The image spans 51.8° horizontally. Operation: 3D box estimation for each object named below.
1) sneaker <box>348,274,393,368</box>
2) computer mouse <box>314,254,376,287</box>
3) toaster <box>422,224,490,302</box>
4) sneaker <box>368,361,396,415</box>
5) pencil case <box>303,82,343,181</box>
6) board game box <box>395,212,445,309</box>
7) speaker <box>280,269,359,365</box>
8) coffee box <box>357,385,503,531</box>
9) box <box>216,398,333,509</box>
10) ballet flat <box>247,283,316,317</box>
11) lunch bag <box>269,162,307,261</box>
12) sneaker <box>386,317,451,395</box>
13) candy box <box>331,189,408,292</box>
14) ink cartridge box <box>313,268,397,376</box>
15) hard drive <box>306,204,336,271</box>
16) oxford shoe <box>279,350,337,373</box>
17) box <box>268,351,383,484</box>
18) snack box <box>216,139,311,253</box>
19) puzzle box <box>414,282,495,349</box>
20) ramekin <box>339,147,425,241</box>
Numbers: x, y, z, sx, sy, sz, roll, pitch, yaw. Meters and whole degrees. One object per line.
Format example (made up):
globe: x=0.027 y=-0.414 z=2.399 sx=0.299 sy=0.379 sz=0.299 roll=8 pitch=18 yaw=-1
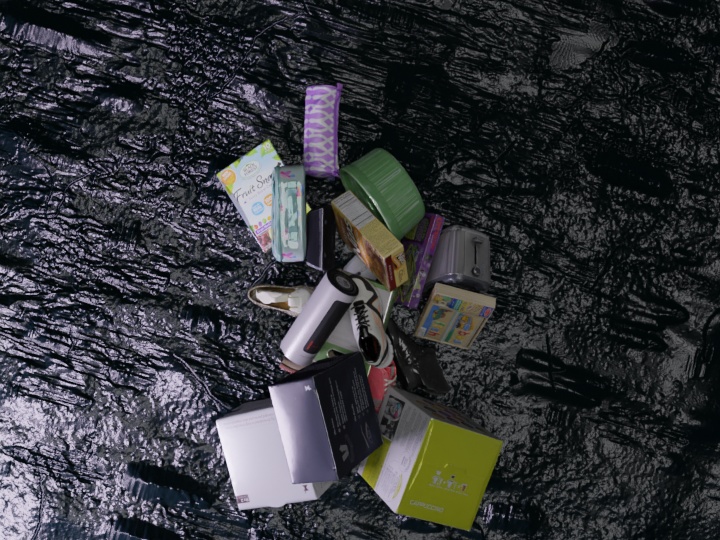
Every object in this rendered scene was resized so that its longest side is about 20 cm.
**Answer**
sneaker: x=0.014 y=0.102 z=1.523 sx=0.072 sy=0.080 sz=0.204 roll=-24 pitch=80 yaw=15
computer mouse: x=0.000 y=0.000 z=1.646 sx=0.200 sy=0.044 sz=0.110 roll=-43 pitch=91 yaw=0
toaster: x=0.200 y=-0.011 z=1.589 sx=0.111 sy=0.199 sz=0.133 roll=15 pitch=70 yaw=-20
sneaker: x=0.046 y=0.240 z=1.620 sx=0.073 sy=0.086 sz=0.204 roll=-25 pitch=92 yaw=-45
pencil case: x=-0.081 y=-0.300 z=1.615 sx=0.084 sy=0.083 sz=0.206 roll=1 pitch=93 yaw=35
board game box: x=0.117 y=-0.026 z=1.612 sx=0.032 sy=0.120 sz=0.205 roll=17 pitch=92 yaw=-21
speaker: x=-0.086 y=0.098 z=1.524 sx=0.080 sy=0.081 sz=0.202 roll=34 pitch=114 yaw=-2
coffee box: x=0.143 y=0.391 z=1.553 sx=0.196 sy=0.197 sz=0.204 roll=22 pitch=91 yaw=-27
box: x=-0.173 y=0.378 z=1.574 sx=0.195 sy=0.130 sz=0.205 roll=-14 pitch=92 yaw=22
ballet flat: x=-0.158 y=0.063 z=1.589 sx=0.195 sy=0.075 sz=0.070 roll=6 pitch=89 yaw=27
lunch bag: x=-0.148 y=-0.121 z=1.529 sx=0.075 sy=0.160 sz=0.206 roll=-2 pitch=94 yaw=-4
sneaker: x=0.121 y=0.188 z=1.647 sx=0.102 sy=0.060 sz=0.204 roll=-16 pitch=76 yaw=-21
candy box: x=0.019 y=-0.063 z=1.560 sx=0.055 sy=0.117 sz=0.200 roll=-32 pitch=55 yaw=-15
ink cartridge box: x=-0.016 y=0.115 z=1.593 sx=0.142 sy=0.048 sz=0.205 roll=17 pitch=94 yaw=15
hard drive: x=-0.081 y=-0.069 z=1.564 sx=0.041 sy=0.200 sz=0.139 roll=2 pitch=94 yaw=5
oxford shoe: x=-0.082 y=0.208 z=1.628 sx=0.195 sy=0.070 sz=0.077 roll=9 pitch=82 yaw=15
box: x=-0.065 y=0.288 z=1.475 sx=0.115 sy=0.199 sz=0.202 roll=-13 pitch=92 yaw=29
snack box: x=-0.204 y=-0.161 z=1.631 sx=0.140 sy=0.053 sz=0.203 roll=-32 pitch=93 yaw=-2
puzzle box: x=0.199 y=0.102 z=1.588 sx=0.130 sy=0.201 sz=0.026 roll=14 pitch=57 yaw=-1
ramekin: x=0.050 y=-0.159 z=1.572 sx=0.097 sy=0.200 sz=0.202 roll=-36 pitch=92 yaw=-8
